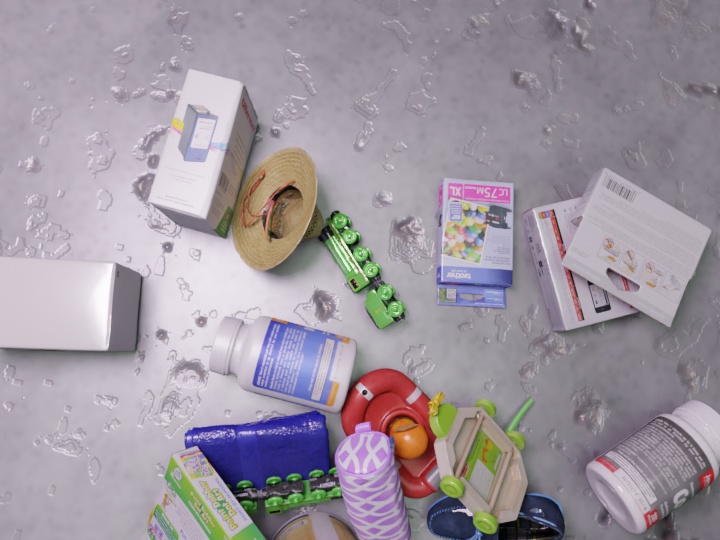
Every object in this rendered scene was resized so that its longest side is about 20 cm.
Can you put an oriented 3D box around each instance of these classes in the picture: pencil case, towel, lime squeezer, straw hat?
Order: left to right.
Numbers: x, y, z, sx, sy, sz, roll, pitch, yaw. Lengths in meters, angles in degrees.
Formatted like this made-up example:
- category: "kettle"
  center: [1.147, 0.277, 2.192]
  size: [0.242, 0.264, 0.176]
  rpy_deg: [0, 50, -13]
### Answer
- category: "towel"
  center: [-0.142, 0.269, 0.826]
  size: [0.197, 0.050, 0.149]
  rpy_deg: [-5, 121, -5]
- category: "straw hat"
  center: [-0.103, -0.083, 0.870]
  size: [0.085, 0.200, 0.203]
  rpy_deg: [22, 78, -44]
- category: "pencil case"
  center: [0.019, 0.306, 0.787]
  size: [0.083, 0.086, 0.202]
  rpy_deg: [-11, 120, -1]
- category: "lime squeezer"
  center: [0.225, 0.294, 0.882]
  size: [0.070, 0.038, 0.202]
  rpy_deg: [11, 81, -4]

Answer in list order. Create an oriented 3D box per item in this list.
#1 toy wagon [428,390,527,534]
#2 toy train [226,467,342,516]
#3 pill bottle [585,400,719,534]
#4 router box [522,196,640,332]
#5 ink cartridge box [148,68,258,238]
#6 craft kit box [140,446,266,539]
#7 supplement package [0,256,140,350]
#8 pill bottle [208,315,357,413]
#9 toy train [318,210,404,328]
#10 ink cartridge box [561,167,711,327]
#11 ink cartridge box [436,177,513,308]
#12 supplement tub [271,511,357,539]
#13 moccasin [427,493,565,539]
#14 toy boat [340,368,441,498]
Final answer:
- category: "toy wagon"
  center: [0.157, 0.252, 0.801]
  size: [0.200, 0.039, 0.155]
  rpy_deg: [48, 45, -7]
- category: "toy train"
  center: [-0.109, 0.316, 0.806]
  size: [0.197, 0.057, 0.042]
  rpy_deg: [-6, 44, -7]
- category: "pill bottle"
  center: [0.454, 0.290, 0.864]
  size: [0.199, 0.114, 0.115]
  rpy_deg: [-30, 86, -8]
- category: "router box"
  center: [0.377, -0.019, 0.930]
  size: [0.177, 0.049, 0.202]
  rpy_deg: [-12, 84, -7]
- category: "ink cartridge box"
  center: [-0.223, -0.166, 0.847]
  size: [0.087, 0.145, 0.202]
  rpy_deg: [16, 83, 0]
- category: "craft kit box"
  center: [-0.204, 0.371, 0.741]
  size: [0.200, 0.048, 0.199]
  rpy_deg: [40, 119, 30]
- category: "supplement package"
  center: [-0.429, 0.050, 0.805]
  size: [0.197, 0.121, 0.121]
  rpy_deg: [2, 82, -4]
- category: "pill bottle"
  center: [-0.112, 0.130, 0.836]
  size: [0.198, 0.112, 0.113]
  rpy_deg: [16, 81, -3]
- category: "toy train"
  center: [0.000, 0.000, 0.892]
  size: [0.056, 0.042, 0.201]
  rpy_deg: [-34, 82, 9]
- category: "ink cartridge box"
  center: [0.419, -0.034, 0.889]
  size: [0.199, 0.044, 0.175]
  rpy_deg: [29, 81, -2]
- category: "ink cartridge box"
  center: [0.184, -0.044, 0.923]
  size: [0.118, 0.042, 0.203]
  rpy_deg: [4, 84, -4]
- category: "supplement tub"
  center: [-0.054, 0.416, 0.754]
  size: [0.143, 0.200, 0.147]
  rpy_deg: [1, 83, -10]
- category: "moccasin"
  center: [0.194, 0.362, 0.835]
  size: [0.198, 0.068, 0.081]
  rpy_deg: [-11, 104, 9]
- category: "toy boat"
  center: [0.062, 0.235, 0.828]
  size: [0.130, 0.131, 0.200]
  rpy_deg: [-44, 88, -9]
